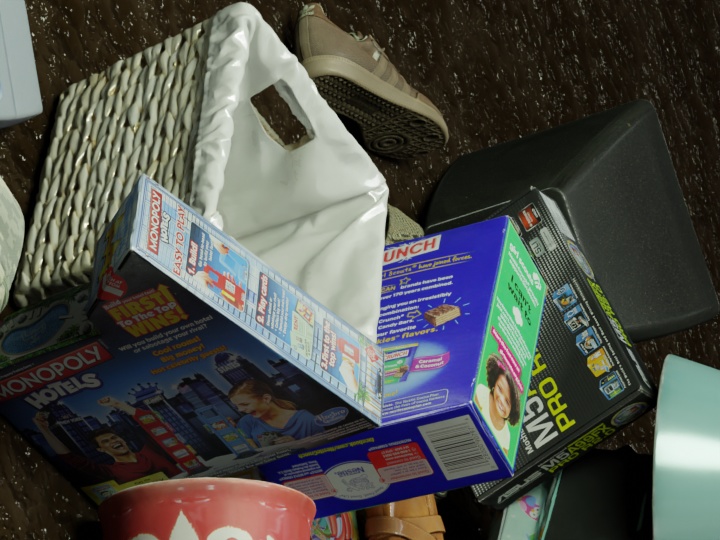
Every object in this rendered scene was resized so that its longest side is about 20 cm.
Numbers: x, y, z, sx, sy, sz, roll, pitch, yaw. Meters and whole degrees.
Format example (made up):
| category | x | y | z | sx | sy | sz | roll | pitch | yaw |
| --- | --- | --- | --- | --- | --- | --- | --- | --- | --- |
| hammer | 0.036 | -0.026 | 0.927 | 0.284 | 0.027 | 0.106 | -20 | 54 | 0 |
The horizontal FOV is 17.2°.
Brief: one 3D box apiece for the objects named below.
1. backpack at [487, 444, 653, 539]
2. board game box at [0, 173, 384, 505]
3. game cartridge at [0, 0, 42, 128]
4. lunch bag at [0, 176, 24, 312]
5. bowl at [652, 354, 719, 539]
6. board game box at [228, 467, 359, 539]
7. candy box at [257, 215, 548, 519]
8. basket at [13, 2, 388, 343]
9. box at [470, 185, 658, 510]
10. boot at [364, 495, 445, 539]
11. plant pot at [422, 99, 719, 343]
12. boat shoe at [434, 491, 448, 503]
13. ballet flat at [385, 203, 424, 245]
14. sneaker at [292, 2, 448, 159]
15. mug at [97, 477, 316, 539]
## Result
| category | x | y | z | sx | sy | sz | roll | pitch | yaw |
| --- | --- | --- | --- | --- | --- | --- | --- | --- | --- |
| backpack | 0.171 | 0.258 | 1.893 | 0.176 | 0.152 | 0.201 | -74 | 161 | -53 |
| board game box | -0.119 | 0.041 | 1.390 | 0.200 | 0.199 | 0.062 | 52 | 29 | -39 |
| game cartridge | -0.260 | -0.151 | 1.410 | 0.200 | 0.041 | 0.134 | 12 | 60 | -62 |
| lunch bag | -0.262 | -0.046 | 1.214 | 0.201 | 0.138 | 0.168 | 60 | 29 | -28 |
| bowl | 0.285 | 0.166 | 1.821 | 0.201 | 0.104 | 0.203 | 1 | 90 | -77 |
| board game box | -0.054 | 0.132 | 1.661 | 0.134 | 0.034 | 0.202 | 17 | 60 | -61 |
| candy box | 0.029 | 0.066 | 1.634 | 0.077 | 0.168 | 0.201 | 60 | 28 | -33 |
| basket | -0.097 | -0.024 | 1.521 | 0.198 | 0.160 | 0.201 | 50 | 34 | -40 |
| box | 0.122 | 0.060 | 1.861 | 0.044 | 0.160 | 0.201 | 29 | 31 | -57 |
| boot | 0.048 | 0.238 | 1.754 | 0.200 | 0.076 | 0.157 | 34 | 41 | -64 |
| plant pot | 0.163 | -0.009 | 2.012 | 0.177 | 0.199 | 0.201 | -31 | 103 | -62 |
| boat shoe | 0.042 | 0.135 | 1.794 | 0.201 | 0.065 | 0.072 | 48 | 28 | -62 |
| ballet flat | 0.000 | 0.000 | 1.837 | 0.075 | 0.068 | 0.200 | 44 | 26 | -9 |
| sneaker | 0.012 | -0.155 | 1.934 | 0.200 | 0.070 | 0.076 | 32 | 46 | -56 |
| mug | -0.079 | 0.245 | 1.433 | 0.177 | 0.132 | 0.202 | 31 | 51 | -53 |
